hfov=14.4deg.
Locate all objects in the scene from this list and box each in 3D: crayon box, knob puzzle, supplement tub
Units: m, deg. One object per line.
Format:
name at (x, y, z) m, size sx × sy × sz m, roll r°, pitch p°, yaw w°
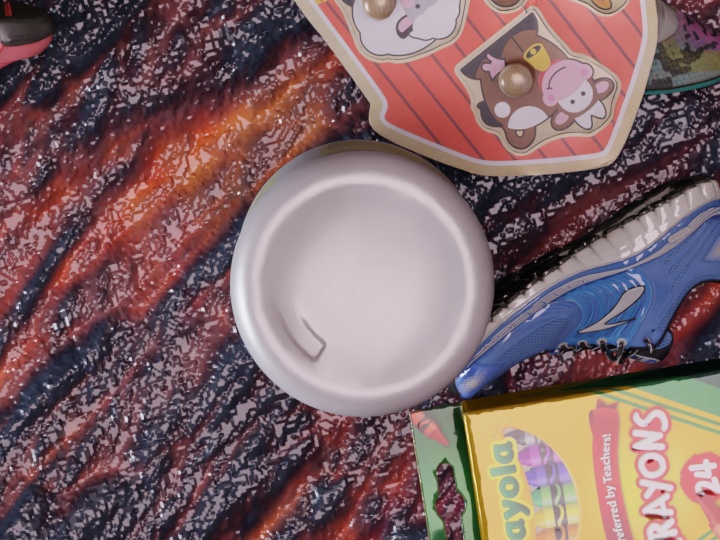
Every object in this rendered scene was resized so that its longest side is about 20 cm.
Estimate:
crayon box at (0.136, 0.133, 1.714) m, size 0.198 × 0.051 × 0.128 m, roll -10°, pitch 96°, yaw 1°
knob puzzle at (0.083, -0.139, 1.637) m, size 0.218 × 0.030 × 0.221 m, roll 2°, pitch 104°, yaw 6°
supplement tub at (0.000, 0.000, 1.625) m, size 0.144 × 0.200 × 0.146 m, roll 0°, pitch 95°, yaw 0°

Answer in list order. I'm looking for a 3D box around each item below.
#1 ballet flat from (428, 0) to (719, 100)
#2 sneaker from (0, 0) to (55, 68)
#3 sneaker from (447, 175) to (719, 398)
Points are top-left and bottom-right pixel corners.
ballet flat at (0.122, -0.139, 1.675) m, size 0.198 × 0.069 × 0.072 m, roll -3°, pitch 124°, yaw 3°
sneaker at (-0.268, -0.100, 1.689) m, size 0.199 × 0.074 × 0.087 m, roll -18°, pitch 109°, yaw 5°
sneaker at (0.141, 0.026, 1.688) m, size 0.199 × 0.079 × 0.090 m, roll -30°, pitch 96°, yaw -3°
